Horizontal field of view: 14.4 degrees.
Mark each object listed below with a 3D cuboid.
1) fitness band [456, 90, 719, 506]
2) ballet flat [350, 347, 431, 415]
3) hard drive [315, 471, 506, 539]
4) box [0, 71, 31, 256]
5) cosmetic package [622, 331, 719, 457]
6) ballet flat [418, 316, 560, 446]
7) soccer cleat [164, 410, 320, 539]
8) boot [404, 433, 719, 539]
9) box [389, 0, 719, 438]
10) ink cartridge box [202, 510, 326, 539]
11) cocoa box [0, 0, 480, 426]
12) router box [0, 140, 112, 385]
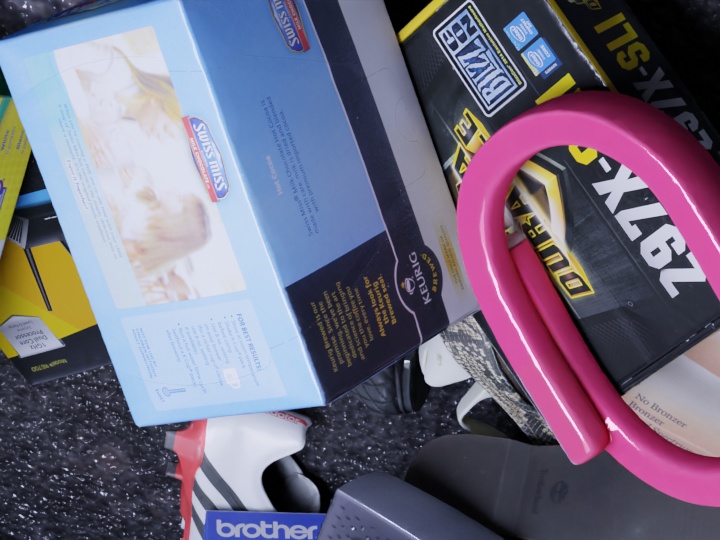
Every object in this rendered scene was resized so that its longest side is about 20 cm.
[{"bbox_3d":[0.124,0.015,1.267,0.144,0.037,0.200,-28,94,45],"label":"fitness band"},{"bbox_3d":[0.000,0.000,1.457,0.057,0.066,0.200,12,135,20],"label":"ballet flat"},{"bbox_3d":[0.063,0.191,1.454,0.200,0.042,0.135,34,141,11],"label":"hard drive"},{"bbox_3d":[-0.241,-0.018,1.464,0.117,0.048,0.200,27,110,31],"label":"box"},{"bbox_3d":[0.212,0.010,1.359,0.103,0.087,0.200,30,136,-4],"label":"cosmetic package"},{"bbox_3d":[0.076,0.057,1.475,0.075,0.068,0.200,-24,123,25],"label":"ballet flat"},{"bbox_3d":[-0.065,0.146,1.628,0.085,0.069,0.200,10,133,9],"label":"soccer cleat"},{"bbox_3d":[0.124,0.129,1.453,0.200,0.074,0.075,11,163,35],"label":"boot"},{"bbox_3d":[0.092,-0.041,1.326,0.200,0.049,0.160,56,137,5],"label":"box"},{"bbox_3d":[0.014,0.182,1.562,0.200,0.094,0.044,2,133,-5],"label":"ink cartridge box"},{"bbox_3d":[-0.055,-0.045,1.329,0.133,0.131,0.200,-9,106,43],"label":"cocoa box"},{"bbox_3d":[-0.132,-0.026,1.495,0.200,0.051,0.149,-16,123,34],"label":"router box"}]
